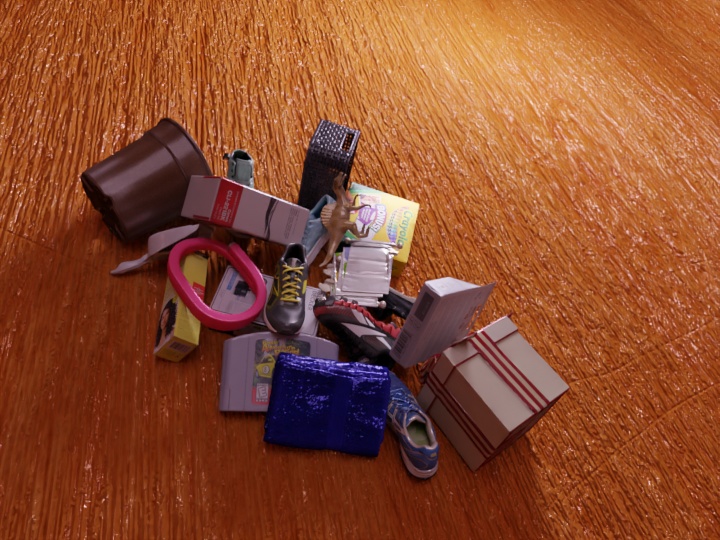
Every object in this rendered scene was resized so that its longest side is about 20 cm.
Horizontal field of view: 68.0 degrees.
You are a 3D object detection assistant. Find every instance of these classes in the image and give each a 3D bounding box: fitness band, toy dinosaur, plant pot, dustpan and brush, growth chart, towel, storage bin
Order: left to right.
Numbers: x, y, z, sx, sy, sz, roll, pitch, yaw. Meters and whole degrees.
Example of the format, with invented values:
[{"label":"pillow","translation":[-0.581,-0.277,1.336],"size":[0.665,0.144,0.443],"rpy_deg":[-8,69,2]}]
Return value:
[{"label":"plant pot","translation":[-0.426,-0.171,1.067],"size":[0.200,0.201,0.198],"rpy_deg":[41,58,21]},{"label":"dustpan and brush","translation":[-0.382,-0.038,1.022],"size":[0.197,0.140,0.058],"rpy_deg":[-12,89,-6]},{"label":"fitness band","translation":[-0.252,0.017,0.943],"size":[0.143,0.038,0.200],"rpy_deg":[-25,65,-41]},{"label":"storage bin","translation":[-0.073,-0.211,1.183],"size":[0.093,0.201,0.136],"rpy_deg":[16,47,0]},{"label":"towel","translation":[-0.050,0.218,0.871],"size":[0.197,0.050,0.150],"rpy_deg":[11,75,-12]},{"label":"toy dinosaur","translation":[-0.035,-0.093,1.088],"size":[0.100,0.058,0.203],"rpy_deg":[11,78,-13]},{"label":"growth chart","translation":[0.000,0.000,1.052],"size":[0.143,0.018,0.201],"rpy_deg":[9,45,7]}]

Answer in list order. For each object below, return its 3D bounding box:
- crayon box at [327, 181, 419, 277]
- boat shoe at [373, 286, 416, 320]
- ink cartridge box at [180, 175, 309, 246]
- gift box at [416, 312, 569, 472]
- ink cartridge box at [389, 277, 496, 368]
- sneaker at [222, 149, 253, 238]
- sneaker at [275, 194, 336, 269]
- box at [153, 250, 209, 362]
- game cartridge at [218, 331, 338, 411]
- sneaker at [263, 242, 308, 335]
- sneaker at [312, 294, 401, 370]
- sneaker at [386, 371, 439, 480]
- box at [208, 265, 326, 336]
[{"label":"crayon box","translation":[0.033,-0.097,1.209],"size":[0.170,0.059,0.201],"rpy_deg":[17,48,0]},{"label":"boat shoe","translation":[0.060,0.073,1.063],"size":[0.198,0.075,0.067],"rpy_deg":[24,82,21]},{"label":"ink cartridge box","translation":[-0.220,-0.111,1.032],"size":[0.198,0.085,0.143],"rpy_deg":[16,-2,-40]},{"label":"gift box","translation":[0.224,0.192,0.921],"size":[0.183,0.201,0.187],"rpy_deg":[-19,55,-35]},{"label":"ink cartridge box","translation":[0.155,0.085,0.984],"size":[0.047,0.162,0.199],"rpy_deg":[39,30,30]},{"label":"sneaker","translation":[-0.261,-0.172,1.153],"size":[0.073,0.119,0.202],"rpy_deg":[-4,52,-20]},{"label":"sneaker","translation":[-0.117,-0.077,1.103],"size":[0.073,0.082,0.201],"rpy_deg":[14,58,45]},{"label":"box","translation":[-0.318,0.057,0.958],"size":[0.050,0.075,0.202],"rpy_deg":[30,37,-34]},{"label":"game cartridge","translation":[-0.135,0.172,0.906],"size":[0.197,0.041,0.135],"rpy_deg":[4,72,-13]},{"label":"sneaker","translation":[-0.130,0.027,0.945],"size":[0.073,0.085,0.201],"rpy_deg":[6,39,-11]},{"label":"sneaker","translation":[-0.004,0.120,0.972],"size":[0.199,0.071,0.099],"rpy_deg":[31,52,-22]},{"label":"sneaker","translation":[0.082,0.245,0.908],"size":[0.075,0.078,0.201],"rpy_deg":[-13,48,-23]},{"label":"box","translation":[-0.171,0.073,1.002],"size":[0.197,0.060,0.118],"rpy_deg":[16,47,-2]}]
